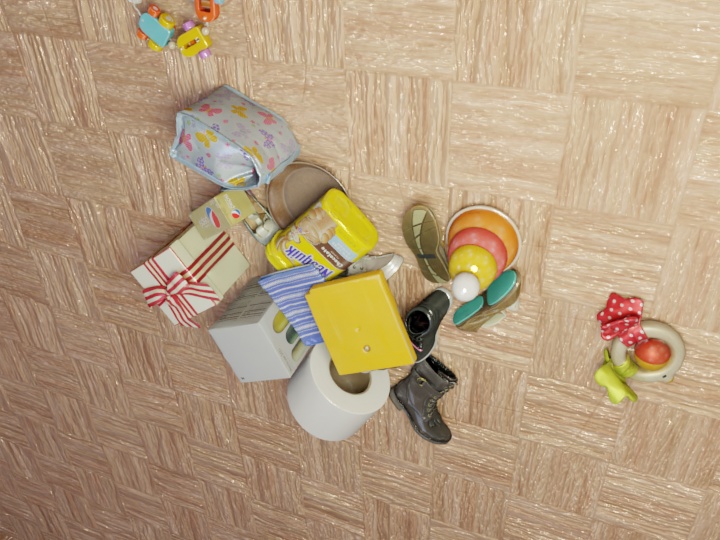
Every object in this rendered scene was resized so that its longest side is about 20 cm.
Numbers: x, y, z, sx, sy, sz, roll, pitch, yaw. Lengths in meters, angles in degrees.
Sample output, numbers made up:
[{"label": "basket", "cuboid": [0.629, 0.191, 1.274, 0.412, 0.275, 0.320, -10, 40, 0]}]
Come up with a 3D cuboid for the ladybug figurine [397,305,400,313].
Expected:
[{"label": "ladybug figurine", "cuboid": [0.001, 0.099, 1.454, 0.135, 0.073, 0.199, 31, 134, -34]}]

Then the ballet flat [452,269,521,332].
[{"label": "ballet flat", "cuboid": [0.266, 0.068, 1.324, 0.072, 0.068, 0.200, 26, 134, -19]}]

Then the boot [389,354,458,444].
[{"label": "boot", "cuboid": [0.166, 0.288, 1.518, 0.200, 0.069, 0.174, 43, 131, 2]}]

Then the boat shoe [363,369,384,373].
[{"label": "boat shoe", "cuboid": [0.070, 0.164, 1.437, 0.200, 0.092, 0.076, -41, 57, 57]}]

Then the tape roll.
[{"label": "tape roll", "cuboid": [-0.050, 0.264, 1.526, 0.202, 0.203, 0.140, 36, 131, -1]}]

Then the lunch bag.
[{"label": "lunch bag", "cuboid": [-0.232, -0.238, 1.281, 0.198, 0.170, 0.128, 28, 130, 5]}]

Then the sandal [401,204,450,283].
[{"label": "sandal", "cuboid": [0.135, -0.056, 1.309, 0.079, 0.054, 0.201, 5, 139, 31]}]

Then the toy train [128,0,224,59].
[{"label": "toy train", "cuboid": [-0.329, -0.474, 1.242, 0.197, 0.056, 0.152, 10, 125, 17]}]

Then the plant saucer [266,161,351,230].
[{"label": "plant saucer", "cuboid": [-0.098, -0.136, 1.375, 0.198, 0.037, 0.202, 14, 129, 18]}]

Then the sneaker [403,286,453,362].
[{"label": "sneaker", "cuboid": [0.119, 0.129, 1.401, 0.070, 0.099, 0.202, 38, 130, 22]}]

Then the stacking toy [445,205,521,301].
[{"label": "stacking toy", "cuboid": [0.200, -0.012, 1.203, 0.144, 0.200, 0.148, 14, 128, 18]}]

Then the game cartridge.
[{"label": "game cartridge", "cuboid": [-0.001, 0.106, 1.324, 0.174, 0.032, 0.202, -12, 110, 26]}]

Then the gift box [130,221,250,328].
[{"label": "gift box", "cuboid": [-0.374, 0.011, 1.520, 0.184, 0.187, 0.201, -29, 106, 39]}]

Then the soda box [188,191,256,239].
[{"label": "soda box", "cuboid": [-0.290, -0.119, 1.392, 0.068, 0.064, 0.199, 59, 152, -11]}]

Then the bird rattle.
[{"label": "bird rattle", "cuboid": [0.514, 0.140, 1.248, 0.161, 0.113, 0.203, 5, 113, 9]}]

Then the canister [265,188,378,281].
[{"label": "canister", "cuboid": [-0.077, -0.054, 1.343, 0.149, 0.087, 0.199, 45, 129, -12]}]

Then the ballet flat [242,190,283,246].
[{"label": "ballet flat", "cuboid": [-0.223, -0.112, 1.426, 0.069, 0.071, 0.201, -38, 101, 7]}]

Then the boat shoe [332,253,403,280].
[{"label": "boat shoe", "cuboid": [0.000, 0.000, 1.399, 0.199, 0.071, 0.070, -24, 112, 38]}]

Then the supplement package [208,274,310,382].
[{"label": "supplement package", "cuboid": [-0.200, 0.123, 1.502, 0.149, 0.201, 0.153, -11, 118, 32]}]

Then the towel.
[{"label": "towel", "cuboid": [-0.106, 0.076, 1.387, 0.143, 0.024, 0.201, -13, 126, 30]}]
